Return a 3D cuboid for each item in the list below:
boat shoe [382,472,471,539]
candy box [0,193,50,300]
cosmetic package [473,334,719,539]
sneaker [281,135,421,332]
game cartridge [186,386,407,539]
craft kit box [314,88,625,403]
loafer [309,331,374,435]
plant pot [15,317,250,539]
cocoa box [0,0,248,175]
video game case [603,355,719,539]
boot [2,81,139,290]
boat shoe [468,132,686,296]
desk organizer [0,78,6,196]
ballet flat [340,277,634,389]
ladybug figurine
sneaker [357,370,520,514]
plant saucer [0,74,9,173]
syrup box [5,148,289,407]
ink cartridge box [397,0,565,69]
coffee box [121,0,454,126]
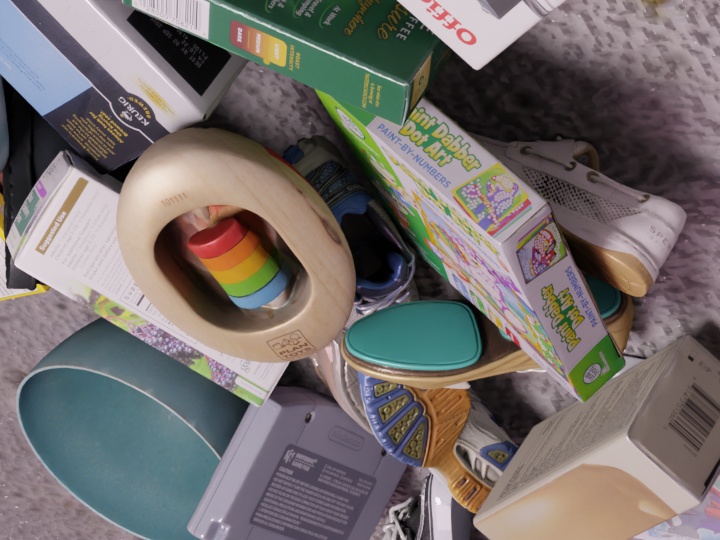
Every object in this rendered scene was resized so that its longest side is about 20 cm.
[{"bbox_3d":[0.050,0.212,1.939,0.068,0.074,0.200,9,149,9],"label":"boat shoe"},{"bbox_3d":[-0.314,-0.059,1.830,0.102,0.026,0.200,-8,124,42],"label":"candy box"},{"bbox_3d":[0.172,0.132,1.688,0.071,0.105,0.200,42,146,-7],"label":"cosmetic package"},{"bbox_3d":[0.000,0.000,1.688,0.085,0.077,0.200,44,172,41],"label":"sneaker"},{"bbox_3d":[-0.042,0.159,1.854,0.040,0.134,0.200,31,-179,34],"label":"game cartridge"},{"bbox_3d":[0.069,-0.031,1.558,0.200,0.048,0.198,43,168,37],"label":"craft kit box"},{"bbox_3d":[-0.017,0.032,1.799,0.063,0.072,0.200,25,146,49],"label":"loafer"},{"bbox_3d":[-0.146,0.100,1.909,0.200,0.135,0.200,21,142,18],"label":"plant pot"},{"bbox_3d":[-0.172,-0.187,1.600,0.200,0.134,0.131,46,143,-16],"label":"cocoa box"},{"bbox_3d":[0.257,0.140,1.736,0.199,0.023,0.183,9,138,30],"label":"video game case"},{"bbox_3d":[-0.171,-0.073,1.766,0.168,0.201,0.076,1,155,-14],"label":"boot"},{"bbox_3d":[0.128,-0.051,1.584,0.200,0.069,0.071,31,166,39],"label":"boat shoe"},{"bbox_3d":[-0.249,-0.077,1.843,0.200,0.072,0.077,32,142,3],"label":"desk organizer"},{"bbox_3d":[0.088,0.053,1.673,0.199,0.069,0.063,-9,140,5],"label":"ballet flat"},{"bbox_3d":[-0.078,-0.020,1.586,0.135,0.072,0.200,-20,130,16],"label":"ladybug figurine"},{"bbox_3d":[0.046,0.100,1.778,0.200,0.075,0.088,51,-179,-40],"label":"sneaker"},{"bbox_3d":[-0.269,-0.154,1.708,0.027,0.201,0.200,-9,142,-12],"label":"plant saucer"},{"bbox_3d":[-0.136,0.004,1.676,0.200,0.082,0.079,30,-177,-16],"label":"syrup box"},{"bbox_3d":[0.081,-0.224,1.402,0.144,0.084,0.200,40,144,-10],"label":"ink cartridge box"},{"bbox_3d":[-0.033,-0.174,1.518,0.200,0.123,0.044,23,142,12],"label":"coffee box"}]
